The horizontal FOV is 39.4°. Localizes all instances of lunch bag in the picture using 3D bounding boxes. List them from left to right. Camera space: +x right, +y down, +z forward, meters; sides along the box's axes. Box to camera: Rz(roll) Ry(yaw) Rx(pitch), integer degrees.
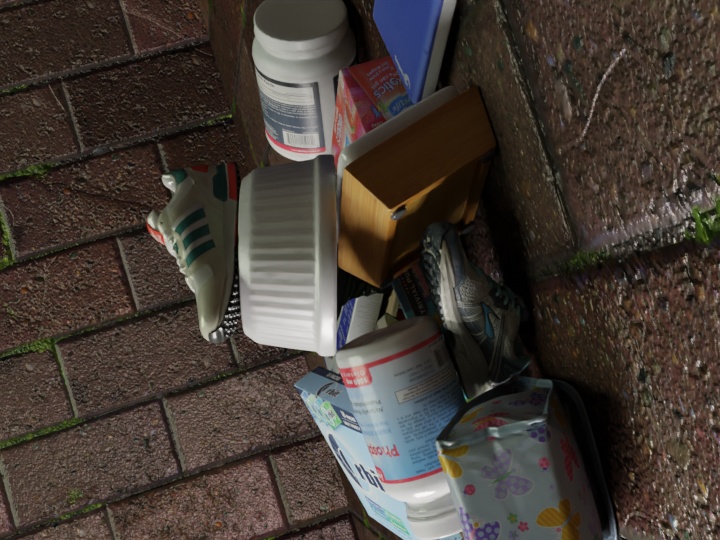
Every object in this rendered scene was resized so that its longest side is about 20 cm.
[{"bbox_3d":[0.157,0.193,0.914,0.200,0.126,0.171,-17,-90,-75],"label":"lunch bag"}]

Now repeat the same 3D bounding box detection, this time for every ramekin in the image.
[{"bbox_3d":[-0.071,-0.015,1.012,0.202,0.093,0.205,179,90,-87],"label":"ramekin"}]

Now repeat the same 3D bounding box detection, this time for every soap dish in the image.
[{"bbox_3d":[0.052,-0.076,1.003,0.081,0.157,0.200,51,162,19],"label":"soap dish"}]

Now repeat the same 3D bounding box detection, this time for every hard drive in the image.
[{"bbox_3d":[0.053,-0.276,0.978,0.200,0.025,0.133,101,151,-60],"label":"hard drive"}]

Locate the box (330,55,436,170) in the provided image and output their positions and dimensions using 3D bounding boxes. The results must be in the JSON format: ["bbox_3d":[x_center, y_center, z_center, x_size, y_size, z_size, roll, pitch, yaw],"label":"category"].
[{"bbox_3d":[0.029,-0.147,1.143,0.200,0.094,0.103,104,148,-70],"label":"box"}]

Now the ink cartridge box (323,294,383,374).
[{"bbox_3d":[-0.006,0.046,1.399,0.198,0.047,0.202,-115,36,-74],"label":"ink cartridge box"}]

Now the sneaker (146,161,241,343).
[{"bbox_3d":[-0.163,-0.019,0.984,0.071,0.092,0.201,93,175,-60],"label":"sneaker"}]

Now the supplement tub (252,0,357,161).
[{"bbox_3d":[-0.071,-0.262,1.366,0.201,0.139,0.141,85,164,-47],"label":"supplement tub"}]

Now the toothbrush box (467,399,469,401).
[{"bbox_3d":[0.107,0.210,1.313,0.146,0.085,0.202,152,100,-80],"label":"toothbrush box"}]

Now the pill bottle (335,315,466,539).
[{"bbox_3d":[0.057,0.155,0.996,0.109,0.108,0.202,176,73,-79],"label":"pill bottle"}]

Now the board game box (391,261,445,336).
[{"bbox_3d":[0.080,0.051,1.161,0.200,0.047,0.152,57,-171,-60],"label":"board game box"}]

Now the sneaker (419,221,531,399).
[{"bbox_3d":[0.115,0.029,0.984,0.078,0.086,0.201,-111,1,-55],"label":"sneaker"}]

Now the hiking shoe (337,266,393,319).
[{"bbox_3d":[0.000,0.000,1.204,0.076,0.100,0.201,-52,13,42],"label":"hiking shoe"}]

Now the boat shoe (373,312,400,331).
[{"bbox_3d":[0.034,0.137,1.154,0.093,0.074,0.200,-54,17,19],"label":"boat shoe"}]

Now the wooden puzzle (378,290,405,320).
[{"bbox_3d":[0.043,0.046,1.367,0.185,0.046,0.202,131,150,-73],"label":"wooden puzzle"}]

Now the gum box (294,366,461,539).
[{"bbox_3d":[0.016,0.215,1.147,0.201,0.044,0.170,63,160,-17],"label":"gum box"}]
